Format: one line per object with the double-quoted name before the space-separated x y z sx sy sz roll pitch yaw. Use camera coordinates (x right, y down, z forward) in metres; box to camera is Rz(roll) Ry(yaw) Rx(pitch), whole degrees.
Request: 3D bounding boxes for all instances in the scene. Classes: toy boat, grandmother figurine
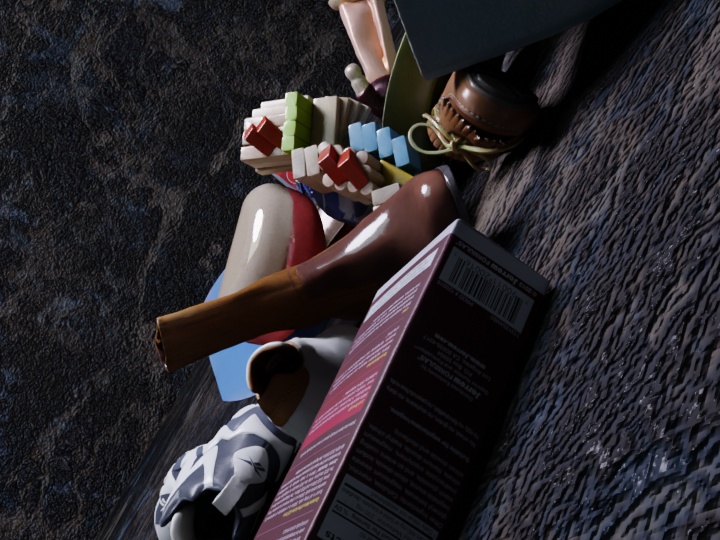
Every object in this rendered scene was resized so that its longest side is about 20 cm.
"toy boat" -0.047 0.003 0.844 0.200 0.128 0.133 -157 82 -86
"grandmother figurine" 0.026 -0.189 1.002 0.060 0.203 0.120 -28 -12 41

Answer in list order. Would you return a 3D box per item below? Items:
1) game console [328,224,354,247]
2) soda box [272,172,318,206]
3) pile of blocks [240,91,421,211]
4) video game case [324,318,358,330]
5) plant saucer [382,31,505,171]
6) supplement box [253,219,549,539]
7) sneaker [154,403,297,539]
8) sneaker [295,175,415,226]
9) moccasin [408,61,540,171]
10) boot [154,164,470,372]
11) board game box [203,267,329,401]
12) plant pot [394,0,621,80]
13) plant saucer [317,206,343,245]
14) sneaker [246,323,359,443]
"game console" 0.009 -0.079 1.133 0.201 0.031 0.177 -57 8 -34
"soda box" -0.052 -0.122 1.109 0.070 0.063 0.200 -51 7 6
"pile of blocks" -0.016 -0.092 0.740 0.062 0.198 0.083 22 -87 -61
"video game case" 0.000 0.000 0.977 0.183 0.023 0.200 -55 9 19
"plant saucer" 0.082 -0.171 0.847 0.200 0.031 0.202 -50 -25 -33
"supplement box" 0.011 0.086 0.475 0.202 0.060 0.109 -62 8 -28
"sneaker" -0.137 0.210 0.822 0.199 0.080 0.130 -40 9 34
"sneaker" -0.019 -0.084 0.891 0.199 0.113 0.082 -35 -59 -66
"moccasin" 0.080 -0.109 0.728 0.078 0.073 0.201 -59 8 5
"boot" -0.038 0.002 0.641 0.197 0.070 0.188 -15 -8 -20
"board game box" -0.081 0.043 0.971 0.158 0.039 0.201 -42 38 9
"plant pot" 0.120 -0.269 0.623 0.197 0.198 0.198 -6 37 27
"plant saucer" -0.040 -0.055 1.080 0.201 0.032 0.200 -53 6 8
"sneaker" -0.040 0.070 0.755 0.073 0.084 0.200 -58 7 8
